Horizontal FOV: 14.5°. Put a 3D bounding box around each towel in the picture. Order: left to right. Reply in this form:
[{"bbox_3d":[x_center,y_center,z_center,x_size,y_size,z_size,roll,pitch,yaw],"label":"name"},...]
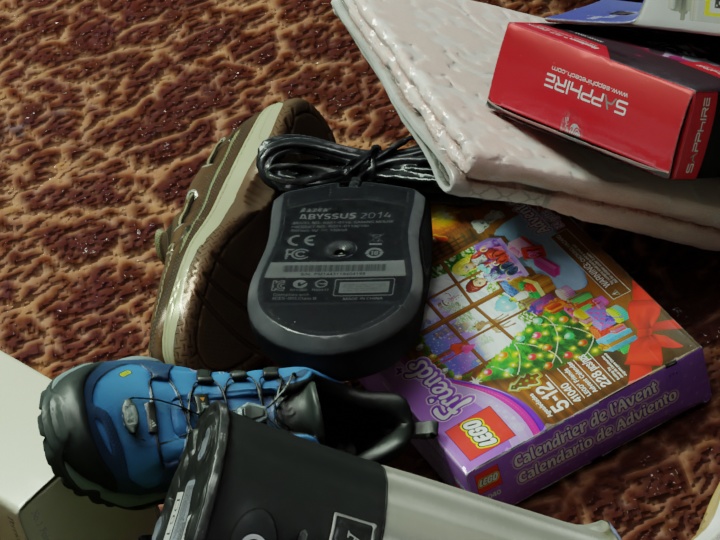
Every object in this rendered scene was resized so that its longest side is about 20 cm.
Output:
[{"bbox_3d":[0.094,-0.083,1.495,0.190,0.032,0.200,11,29,-30],"label":"towel"}]

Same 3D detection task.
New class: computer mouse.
[{"bbox_3d":[0.000,0.000,1.433,0.138,0.053,0.200,3,34,10],"label":"computer mouse"}]

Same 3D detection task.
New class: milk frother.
[{"bbox_3d":[-0.010,0.160,1.256,0.188,0.181,0.200,19,7,-10],"label":"milk frother"}]

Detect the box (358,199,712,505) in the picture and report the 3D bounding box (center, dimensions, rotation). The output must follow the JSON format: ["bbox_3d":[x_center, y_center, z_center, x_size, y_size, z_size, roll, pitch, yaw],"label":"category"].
[{"bbox_3d":[0.068,0.030,1.441,0.137,0.039,0.200,-28,41,-13],"label":"box"}]

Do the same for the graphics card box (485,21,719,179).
[{"bbox_3d":[0.176,-0.088,1.454,0.125,0.051,0.200,25,18,40],"label":"graphics card box"}]

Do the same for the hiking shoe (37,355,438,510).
[{"bbox_3d":[-0.061,0.067,1.319,0.087,0.200,0.075,-29,66,38],"label":"hiking shoe"}]

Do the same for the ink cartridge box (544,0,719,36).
[{"bbox_3d":[0.213,-0.144,1.488,0.199,0.047,0.198,10,10,12],"label":"ink cartridge box"}]

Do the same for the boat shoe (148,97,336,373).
[{"bbox_3d":[-0.075,-0.006,1.522,0.075,0.075,0.203,-14,33,35],"label":"boat shoe"}]

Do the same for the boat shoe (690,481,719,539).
[{"bbox_3d":[0.176,0.147,1.242,0.069,0.071,0.200,5,43,26],"label":"boat shoe"}]

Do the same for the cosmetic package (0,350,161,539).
[{"bbox_3d":[-0.192,0.093,1.409,0.073,0.104,0.200,-40,44,-25],"label":"cosmetic package"}]
